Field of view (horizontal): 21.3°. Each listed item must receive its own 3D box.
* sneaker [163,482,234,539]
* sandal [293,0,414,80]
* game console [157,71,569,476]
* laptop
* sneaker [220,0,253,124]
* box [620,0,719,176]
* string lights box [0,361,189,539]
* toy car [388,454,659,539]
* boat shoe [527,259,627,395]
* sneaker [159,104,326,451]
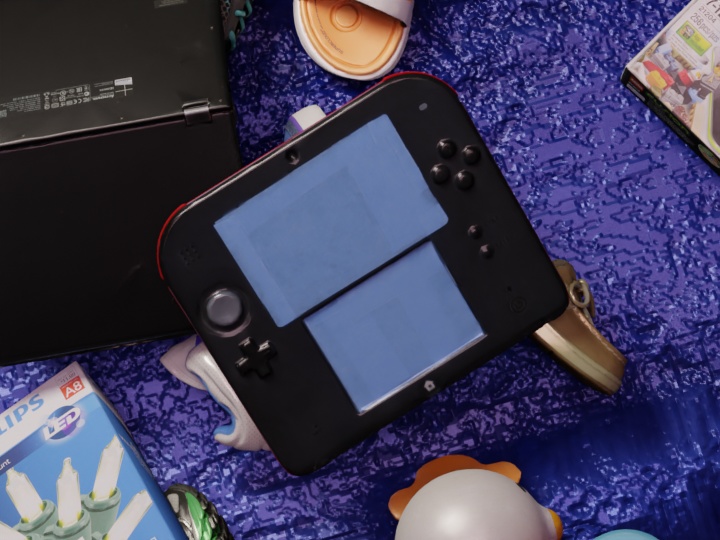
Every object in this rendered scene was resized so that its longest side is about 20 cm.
[{"bbox_3d":[-0.107,0.229,1.151,0.084,0.078,0.202,-4,82,2],"label":"sneaker"},{"bbox_3d":[0.003,-0.228,1.225,0.078,0.059,0.208,9,82,3],"label":"sandal"},{"bbox_3d":[0.000,0.000,1.111,0.199,0.031,0.178,-31,100,0],"label":"game console"},{"bbox_3d":[-0.163,-0.067,1.157,0.186,0.116,0.201,-9,54,0],"label":"laptop"},{"bbox_3d":[-0.091,-0.186,1.217,0.090,0.078,0.202,-10,83,-4],"label":"sneaker"},{"bbox_3d":[0.273,-0.093,1.210,0.200,0.035,0.110,45,85,7],"label":"box"},{"bbox_3d":[-0.162,0.156,1.120,0.102,0.059,0.200,-35,45,-3],"label":"string lights box"},{"bbox_3d":[0.092,0.180,1.132,0.175,0.185,0.201,-16,51,-4],"label":"toy car"},{"bbox_3d":[0.100,-0.009,1.186,0.063,0.073,0.201,-43,75,0],"label":"boat shoe"},{"bbox_3d":[-0.061,0.011,1.180,0.145,0.081,0.202,-16,87,-5],"label":"sneaker"}]
